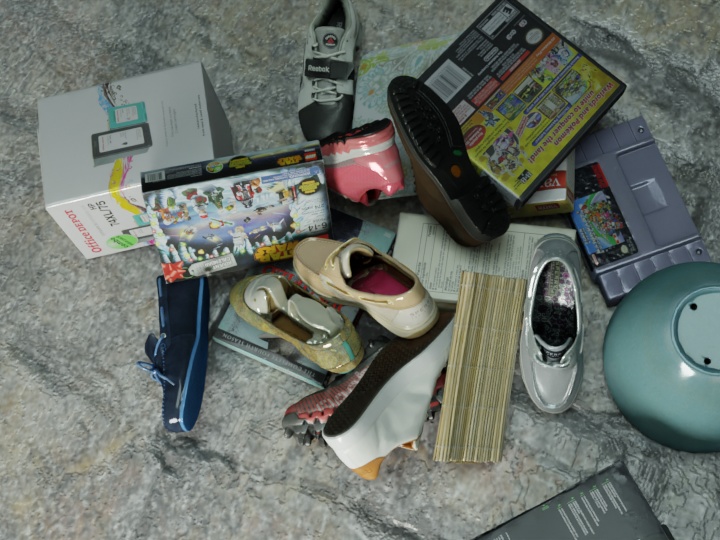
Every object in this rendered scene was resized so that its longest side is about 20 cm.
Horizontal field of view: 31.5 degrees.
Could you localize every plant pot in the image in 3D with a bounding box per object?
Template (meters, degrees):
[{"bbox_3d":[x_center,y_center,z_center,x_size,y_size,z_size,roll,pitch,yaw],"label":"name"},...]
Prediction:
[{"bbox_3d":[0.353,0.075,1.303,0.198,0.135,0.202,-2,74,5],"label":"plant pot"}]

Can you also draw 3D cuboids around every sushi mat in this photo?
[{"bbox_3d":[0.126,0.103,1.330,0.012,0.095,0.202,12,95,50],"label":"sushi mat"}]

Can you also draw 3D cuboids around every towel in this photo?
[{"bbox_3d":[0.072,-0.180,1.494,0.170,0.048,0.202,-8,64,29],"label":"towel"}]

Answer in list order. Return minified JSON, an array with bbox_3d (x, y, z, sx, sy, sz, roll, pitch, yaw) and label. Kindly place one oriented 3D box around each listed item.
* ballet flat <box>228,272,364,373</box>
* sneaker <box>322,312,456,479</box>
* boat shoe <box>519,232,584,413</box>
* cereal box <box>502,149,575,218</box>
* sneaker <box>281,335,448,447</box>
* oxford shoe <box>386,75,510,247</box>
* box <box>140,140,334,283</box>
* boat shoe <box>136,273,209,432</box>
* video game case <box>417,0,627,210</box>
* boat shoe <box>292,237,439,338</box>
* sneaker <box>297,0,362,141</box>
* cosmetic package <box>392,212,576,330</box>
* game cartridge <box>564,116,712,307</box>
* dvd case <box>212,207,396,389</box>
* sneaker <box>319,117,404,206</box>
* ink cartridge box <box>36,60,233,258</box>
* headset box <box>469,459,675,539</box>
[{"bbox_3d":[-0.075,0.042,1.384,0.199,0.071,0.071,32,74,36],"label":"ballet flat"},{"bbox_3d":[0.045,0.130,1.315,0.200,0.085,0.073,-46,25,-25],"label":"sneaker"},{"bbox_3d":[0.196,0.065,1.321,0.069,0.203,0.072,2,23,12],"label":"boat shoe"},{"bbox_3d":[0.176,-0.157,1.476,0.143,0.040,0.202,-6,65,24],"label":"cereal box"},{"bbox_3d":[0.007,0.126,1.382,0.198,0.071,0.099,-16,66,-1],"label":"sneaker"},{"bbox_3d":[0.076,-0.111,1.366,0.072,0.084,0.201,-26,88,-33],"label":"oxford shoe"},{"bbox_3d":[-0.132,-0.063,1.412,0.198,0.138,0.040,-11,45,-3],"label":"box"},{"bbox_3d":[-0.209,0.092,1.432,0.068,0.085,0.201,-1,51,3],"label":"boat shoe"},{"bbox_3d":[0.168,-0.192,1.425,0.180,0.026,0.200,40,70,11],"label":"video game case"},{"bbox_3d":[0.000,0.000,1.359,0.199,0.070,0.074,25,59,36],"label":"boat shoe"},{"bbox_3d":[-0.041,-0.248,1.541,0.073,0.089,0.202,1,69,7],"label":"sneaker"},{"bbox_3d":[0.135,0.004,1.414,0.198,0.071,0.106,7,70,11],"label":"cosmetic package"},{"bbox_3d":[0.298,-0.069,1.444,0.128,0.038,0.202,-18,66,-4],"label":"game cartridge"},{"bbox_3d":[-0.061,0.019,1.464,0.145,0.022,0.201,22,73,17],"label":"dvd case"},{"bbox_3d":[-0.018,-0.108,1.438,0.073,0.200,0.087,-29,102,-28],"label":"sneaker"},{"bbox_3d":[-0.255,-0.125,1.487,0.198,0.147,0.147,-13,66,3],"label":"ink cartridge box"},{"bbox_3d":[0.225,0.309,1.258,0.199,0.093,0.175,-28,66,-4],"label":"headset box"}]
